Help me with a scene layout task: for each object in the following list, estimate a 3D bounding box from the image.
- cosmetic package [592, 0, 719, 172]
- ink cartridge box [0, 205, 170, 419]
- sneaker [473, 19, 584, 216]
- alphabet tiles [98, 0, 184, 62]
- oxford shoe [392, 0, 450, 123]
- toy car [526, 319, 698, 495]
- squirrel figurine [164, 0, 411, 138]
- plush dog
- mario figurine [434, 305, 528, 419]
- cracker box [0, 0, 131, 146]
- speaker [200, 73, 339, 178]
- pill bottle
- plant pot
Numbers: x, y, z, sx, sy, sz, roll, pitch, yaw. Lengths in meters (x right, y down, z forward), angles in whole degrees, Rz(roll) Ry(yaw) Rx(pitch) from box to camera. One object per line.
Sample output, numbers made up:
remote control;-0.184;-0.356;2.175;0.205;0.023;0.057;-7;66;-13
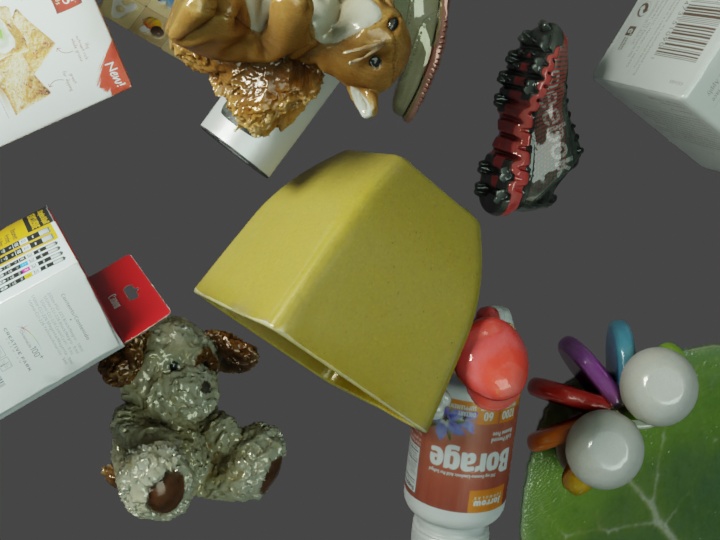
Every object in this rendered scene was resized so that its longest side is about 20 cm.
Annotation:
cosmetic package;0.390;-0.208;1.190;0.199;0.165;0.166;32;92;-28
ink cartridge box;-0.267;0.021;0.948;0.175;0.200;0.084;-30;114;-12
sneaker;0.185;-0.151;1.170;0.097;0.071;0.202;5;105;-25
alphabet tiles;-0.133;-0.257;0.961;0.166;0.006;0.200;26;135;-28
oxford shoe;0.051;-0.245;1.096;0.073;0.071;0.202;13;102;-1
toy car;0.266;0.141;1.263;0.150;0.175;0.200;42;86;9
squirrel figurine;-0.057;-0.196;0.929;0.185;0.200;0.143;20;64;-16
plush dog;-0.179;0.129;1.076;0.199;0.159;0.174;2;91;-53
mario figurine;0.103;0.088;1.132;0.105;0.200;0.124;23;96;-27
cracker box;-0.309;-0.177;0.951;0.199;0.058;0.135;-28;115;-15
speaker;-0.057;-0.188;1.048;0.081;0.081;0.201;38;89;-28
pill bottle;0.105;0.201;1.217;0.111;0.112;0.202;-1;106;-23
plant pot;0.000;0.000;1.072;0.194;0.195;0.201;36;81;-28
